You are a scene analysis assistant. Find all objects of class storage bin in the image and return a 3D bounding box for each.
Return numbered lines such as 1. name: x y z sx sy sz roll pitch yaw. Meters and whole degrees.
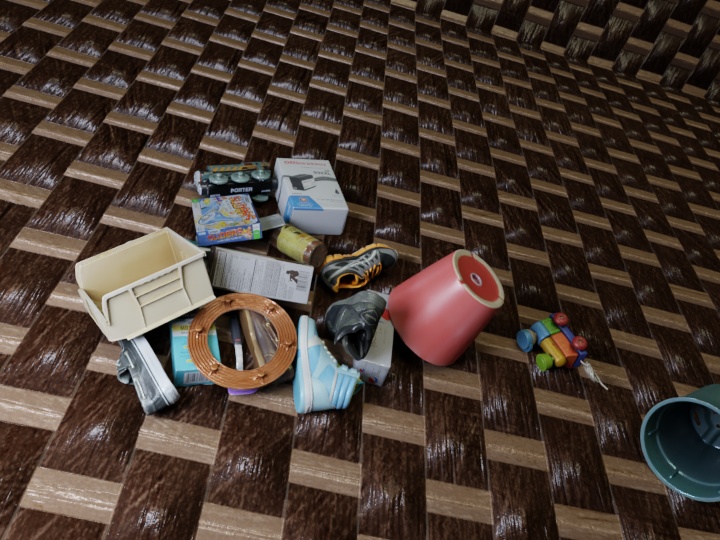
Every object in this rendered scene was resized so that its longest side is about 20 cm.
1. storage bin: -0.394 0.020 1.134 0.197 0.095 0.199 -26 30 -27

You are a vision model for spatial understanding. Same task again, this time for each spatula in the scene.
1. spatula: -0.230 0.156 1.186 0.056 0.021 0.201 1 44 -19

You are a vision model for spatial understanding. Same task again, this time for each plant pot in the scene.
1. plant pot: 0.184 0.066 1.288 0.199 0.177 0.202 27 39 -24
2. plant pot: 0.700 0.327 1.259 0.195 0.202 0.200 -11 48 -42

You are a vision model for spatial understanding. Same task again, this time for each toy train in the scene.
1. toy train: -0.303 -0.214 1.522 0.198 0.086 0.114 -10 36 -27
2. toy train: 0.438 0.193 1.375 0.114 0.085 0.201 -14 50 -20

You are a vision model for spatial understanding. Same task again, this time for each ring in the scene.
1. ring: -0.212 0.121 1.138 0.198 0.019 0.202 8 51 -10

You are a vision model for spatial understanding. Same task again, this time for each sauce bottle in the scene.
1. sauce bottle: -0.160 -0.068 1.399 0.199 0.067 0.066 29 39 34

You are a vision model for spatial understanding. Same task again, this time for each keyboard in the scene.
1. keyboard: -0.266 -0.089 1.392 0.197 0.011 0.056 -15 36 -10

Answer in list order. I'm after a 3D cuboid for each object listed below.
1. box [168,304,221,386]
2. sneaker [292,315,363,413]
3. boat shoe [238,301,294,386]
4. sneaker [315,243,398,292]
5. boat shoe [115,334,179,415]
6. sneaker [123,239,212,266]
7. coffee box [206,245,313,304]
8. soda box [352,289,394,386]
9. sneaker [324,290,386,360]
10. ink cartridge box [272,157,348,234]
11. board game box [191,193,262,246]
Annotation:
1. box: -0.313 0.118 1.172 0.081 0.049 0.201 0 45 -22
2. sneaker: -0.061 0.178 1.189 0.129 0.080 0.202 5 52 -14
3. boat shoe: -0.182 0.130 1.198 0.069 0.071 0.202 -11 57 -22
4. sneaker: 0.000 0.000 1.412 0.198 0.079 0.078 -16 50 -21
5. boat shoe: -0.386 0.163 1.077 0.070 0.073 0.200 -31 51 -23
6. sneaker: -0.390 -0.030 1.302 0.198 0.078 0.080 6 25 -25
7. coffee box: -0.206 0.008 1.263 0.197 0.081 0.113 11 1 -18
8. soda box: 0.029 0.133 1.283 0.067 0.064 0.201 15 40 -6
9. sneaker: -0.028 0.117 1.203 0.076 0.199 0.115 32 62 -18
10. ink cartridge box: -0.128 -0.185 1.551 0.143 0.084 0.201 -1 45 -22
11. board game box: -0.297 -0.115 1.379 0.134 0.035 0.200 -9 28 -15
